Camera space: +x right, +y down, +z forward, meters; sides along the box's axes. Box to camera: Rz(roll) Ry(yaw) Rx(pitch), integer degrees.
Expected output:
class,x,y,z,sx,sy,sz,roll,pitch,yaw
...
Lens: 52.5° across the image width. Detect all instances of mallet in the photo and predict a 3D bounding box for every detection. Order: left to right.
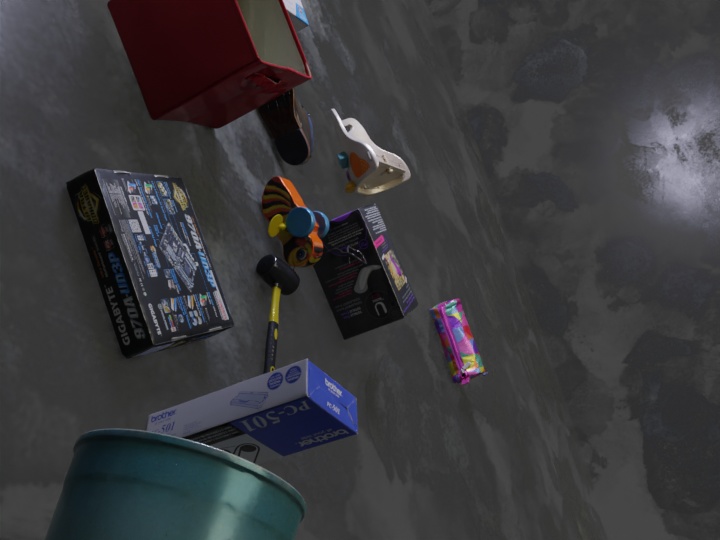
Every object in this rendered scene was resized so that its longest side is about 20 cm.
class,x,y,z,sx,sy,sz,roll,pitch,yaw
mallet,-0.117,0.074,1.041,0.066,0.041,0.200,37,41,-48

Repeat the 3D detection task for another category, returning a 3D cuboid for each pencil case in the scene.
class,x,y,z,sx,sy,sz,roll,pitch,yaw
pencil case,0.228,0.168,1.717,0.088,0.088,0.200,10,59,-66

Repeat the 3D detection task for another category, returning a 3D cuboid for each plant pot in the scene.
class,x,y,z,sx,sy,sz,roll,pitch,yaw
plant pot,-0.161,0.252,0.566,0.200,0.200,0.188,49,43,-41

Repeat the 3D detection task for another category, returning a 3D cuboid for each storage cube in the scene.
class,x,y,z,sx,sy,sz,roll,pitch,yaw
storage cube,-0.203,-0.318,1.010,0.200,0.180,0.171,68,21,1

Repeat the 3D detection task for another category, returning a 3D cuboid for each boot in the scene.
class,x,y,z,sx,sy,sz,roll,pitch,yaw
boot,-0.135,-0.283,1.313,0.097,0.075,0.200,-38,112,-80

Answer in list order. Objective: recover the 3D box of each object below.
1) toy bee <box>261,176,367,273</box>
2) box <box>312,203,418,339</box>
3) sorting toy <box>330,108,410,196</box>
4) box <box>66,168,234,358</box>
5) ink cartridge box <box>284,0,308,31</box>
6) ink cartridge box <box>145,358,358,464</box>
class,x,y,z,sx,sy,sz,roll,pitch,yaw
toy bee,-0.100,-0.048,1.137,0.131,0.109,0.200,28,19,-48
box,0.000,0.000,1.270,0.200,0.122,0.106,68,20,-2
sorting toy,-0.003,-0.261,1.568,0.180,0.107,0.200,64,21,11
box,-0.232,-0.012,0.826,0.159,0.046,0.200,-10,79,-69
ink cartridge box,-0.185,-0.583,1.464,0.116,0.068,0.200,2,68,-67
ink cartridge box,-0.112,0.156,0.739,0.094,0.200,0.044,47,30,-43
